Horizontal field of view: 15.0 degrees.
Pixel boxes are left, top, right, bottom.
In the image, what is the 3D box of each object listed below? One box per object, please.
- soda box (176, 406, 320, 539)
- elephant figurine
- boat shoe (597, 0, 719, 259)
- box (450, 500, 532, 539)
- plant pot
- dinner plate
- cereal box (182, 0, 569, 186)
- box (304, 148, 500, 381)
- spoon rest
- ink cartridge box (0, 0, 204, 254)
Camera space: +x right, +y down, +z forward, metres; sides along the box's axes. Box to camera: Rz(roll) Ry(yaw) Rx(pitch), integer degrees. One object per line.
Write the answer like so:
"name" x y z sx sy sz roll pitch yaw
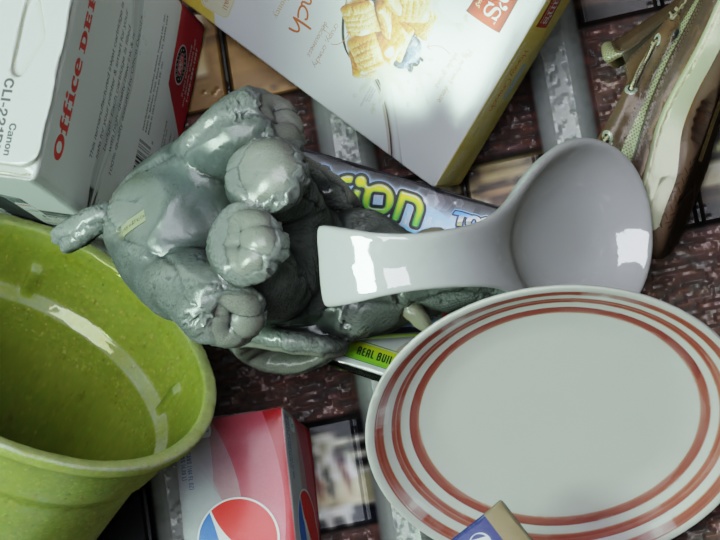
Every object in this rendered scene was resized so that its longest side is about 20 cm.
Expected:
"soda box" -0.053 0.178 1.454 0.063 0.070 0.201 -9 76 9
"elephant figurine" -0.025 0.000 1.430 0.142 0.200 0.155 -51 49 14
"boat shoe" 0.164 -0.112 1.463 0.075 0.075 0.203 20 84 16
"box" 0.030 0.225 1.381 0.200 0.032 0.121 -38 76 -3
"plant pot" -0.203 0.101 1.438 0.200 0.200 0.185 40 122 18
"dinner plate" 0.102 0.077 1.394 0.199 0.201 0.024 -13 41 10
"cereal box" 0.008 -0.159 1.498 0.200 0.039 0.144 37 108 21
"box" 0.000 0.000 1.499 0.199 0.035 0.110 17 82 16
"spoon rest" 0.075 -0.012 1.370 0.061 0.199 0.100 2 100 54
"ink cartridge box" -0.163 -0.099 1.473 0.083 0.200 0.145 8 80 15
